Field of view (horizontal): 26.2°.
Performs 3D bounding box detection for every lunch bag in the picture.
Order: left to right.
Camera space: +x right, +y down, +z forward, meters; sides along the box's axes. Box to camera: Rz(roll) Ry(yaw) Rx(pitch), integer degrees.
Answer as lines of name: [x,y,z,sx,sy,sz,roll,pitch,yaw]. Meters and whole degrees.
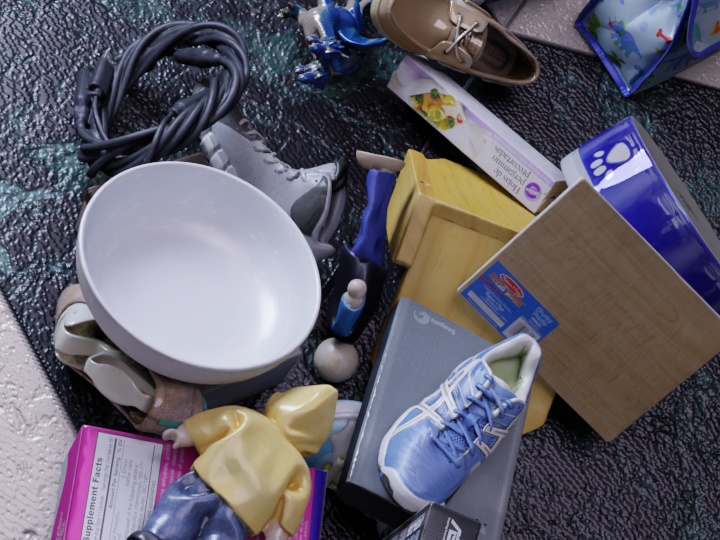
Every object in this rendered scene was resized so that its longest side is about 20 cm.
lunch bag: [0.345,-0.285,1.565,0.169,0.200,0.128,-29,78,-29]

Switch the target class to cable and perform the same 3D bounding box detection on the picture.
cable: [-0.171,-0.145,1.335,0.162,0.051,0.201,-15,37,5]

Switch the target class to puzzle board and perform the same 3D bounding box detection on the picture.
puzzle board: [0.204,0.036,1.344,0.200,0.151,0.017,44,19,-12]

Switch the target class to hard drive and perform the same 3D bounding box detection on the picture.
hard drive: [0.066,0.131,1.285,0.139,0.033,0.201,28,47,-11]

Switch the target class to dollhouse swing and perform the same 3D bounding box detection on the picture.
dollhouse swing: [0.108,0.024,1.430,0.199,0.177,0.182,19,20,-10]

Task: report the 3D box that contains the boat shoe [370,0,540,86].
boat shoe: [0.095,-0.228,1.475,0.199,0.064,0.072,15,102,-41]

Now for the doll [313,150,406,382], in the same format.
doll: [0.000,0.000,1.351,0.048,0.136,0.202,12,92,4]

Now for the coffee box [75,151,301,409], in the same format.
coffee box: [-0.149,0.015,1.311,0.112,0.080,0.201,-21,75,-26]

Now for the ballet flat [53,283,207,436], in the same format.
ballet flat: [-0.201,0.066,1.228,0.199,0.069,0.067,33,18,37]

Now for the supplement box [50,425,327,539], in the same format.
supplement box: [-0.138,0.199,1.218,0.198,0.101,0.104,13,63,-14]

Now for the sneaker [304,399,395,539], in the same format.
sneaker: [0.010,0.184,1.286,0.198,0.080,0.131,8,55,-16]

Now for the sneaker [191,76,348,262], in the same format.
sneaker: [-0.070,-0.093,1.368,0.115,0.075,0.201,-22,81,14]

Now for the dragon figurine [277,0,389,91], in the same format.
dragon figurine: [-0.012,-0.223,1.476,0.199,0.059,0.100,-15,69,-56]

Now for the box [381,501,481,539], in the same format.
box: [0.018,0.282,1.181,0.044,0.200,0.161,23,59,-9]

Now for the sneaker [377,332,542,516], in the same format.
sneaker: [0.080,0.115,1.229,0.076,0.077,0.200,40,46,0]

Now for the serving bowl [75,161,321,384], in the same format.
serving bowl: [-0.133,0.011,1.223,0.199,0.066,0.201,15,49,-18]

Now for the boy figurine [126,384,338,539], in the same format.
boy figurine: [-0.092,0.152,1.162,0.124,0.064,0.200,40,59,1]

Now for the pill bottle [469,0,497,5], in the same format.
pill bottle: [0.128,-0.326,1.550,0.199,0.111,0.112,-19,74,-29]

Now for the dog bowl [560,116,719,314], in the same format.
dog bowl: [0.270,-0.040,1.426,0.079,0.200,0.201,-34,78,15]

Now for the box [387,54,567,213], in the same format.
box: [0.110,-0.131,1.463,0.200,0.039,0.041,42,26,19]
